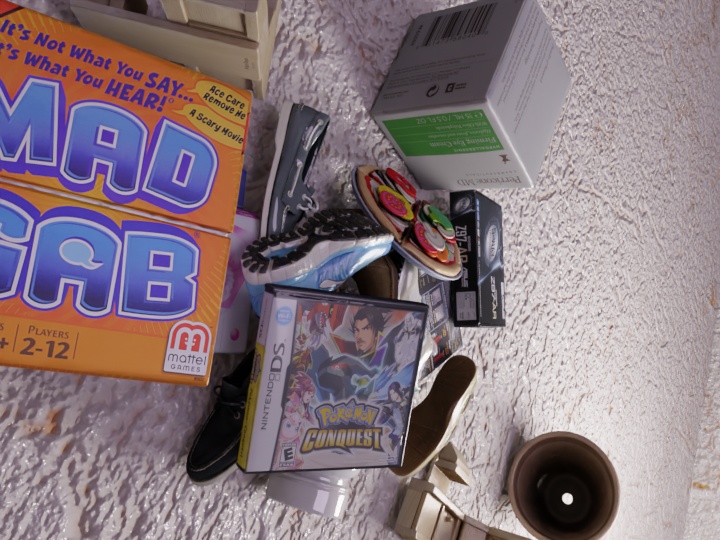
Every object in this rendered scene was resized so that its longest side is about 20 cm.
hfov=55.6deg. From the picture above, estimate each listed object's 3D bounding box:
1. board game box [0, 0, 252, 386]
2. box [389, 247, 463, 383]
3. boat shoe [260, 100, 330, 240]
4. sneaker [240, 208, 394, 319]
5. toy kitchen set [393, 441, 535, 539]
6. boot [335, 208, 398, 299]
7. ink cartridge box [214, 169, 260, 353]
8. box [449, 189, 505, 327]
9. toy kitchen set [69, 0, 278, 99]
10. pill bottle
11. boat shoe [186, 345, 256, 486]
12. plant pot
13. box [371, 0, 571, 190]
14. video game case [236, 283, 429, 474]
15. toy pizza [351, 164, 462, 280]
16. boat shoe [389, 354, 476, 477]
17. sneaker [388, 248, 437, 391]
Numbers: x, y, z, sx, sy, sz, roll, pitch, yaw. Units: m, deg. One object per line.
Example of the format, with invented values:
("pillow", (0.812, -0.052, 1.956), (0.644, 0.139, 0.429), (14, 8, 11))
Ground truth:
("board game box", (-0.218, -0.039, 0.489), (0.196, 0.198, 0.206), (12, 82, -34))
("box", (0.078, 0.047, 0.990), (0.156, 0.049, 0.206), (-29, 113, -46))
("boat shoe", (-0.075, -0.091, 0.774), (0.060, 0.073, 0.206), (9, 80, -4))
("sneaker", (-0.046, -0.004, 0.755), (0.197, 0.078, 0.092), (-21, 129, -34))
("toy kitchen set", (0.185, 0.365, 1.029), (0.201, 0.177, 0.166), (50, 55, -43))
("boot", (0.000, 0.000, 0.831), (0.074, 0.074, 0.203), (14, 41, -22))
("ink cartridge box", (-0.186, -0.022, 0.682), (0.194, 0.042, 0.207), (9, 86, -49))
("box", (0.187, -0.012, 1.081), (0.159, 0.042, 0.207), (12, 76, -63))
("toy kitchen set", (-0.155, -0.288, 0.624), (0.158, 0.200, 0.186), (10, 84, -6))
("pill bottle", (-0.041, 0.175, 0.805), (0.113, 0.112, 0.206), (29, 70, -45))
("boat shoe", (-0.121, 0.129, 0.721), (0.200, 0.074, 0.067), (-46, 134, -21))
("plant pot", (0.388, 0.420, 1.286), (0.175, 0.195, 0.206), (47, 56, -59))
("box", (0.159, -0.244, 0.961), (0.171, 0.195, 0.204), (45, 61, -40))
("video game case", (-0.023, 0.117, 0.716), (0.195, 0.025, 0.187), (8, 94, -33))
("toy pizza", (0.068, -0.071, 0.895), (0.198, 0.032, 0.202), (37, 25, -20))
("boat shoe", (0.114, 0.222, 1.009), (0.201, 0.072, 0.063), (-50, 143, -15))
("sneaker", (0.059, 0.071, 0.895), (0.091, 0.070, 0.206), (4, 101, -28))
